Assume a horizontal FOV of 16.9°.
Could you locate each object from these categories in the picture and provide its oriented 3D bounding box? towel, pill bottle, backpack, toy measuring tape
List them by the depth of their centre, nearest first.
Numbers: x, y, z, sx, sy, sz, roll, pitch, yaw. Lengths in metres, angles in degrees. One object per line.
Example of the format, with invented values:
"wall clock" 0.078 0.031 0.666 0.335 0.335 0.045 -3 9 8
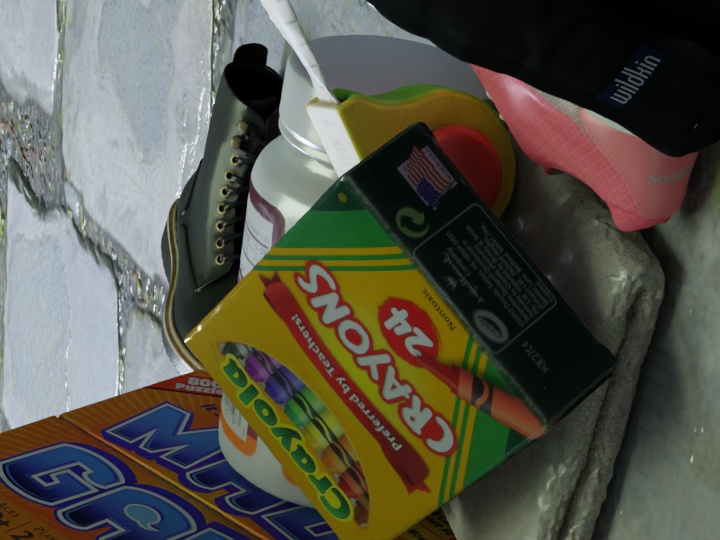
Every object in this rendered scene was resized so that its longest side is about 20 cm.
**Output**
"backpack" 0.076 -0.157 0.797 0.200 0.189 0.155 113 156 -49
"toy measuring tape" 0.014 -0.076 1.007 0.201 0.073 0.074 64 167 -18
"towel" 0.077 0.045 1.036 0.133 0.034 0.201 -118 34 -51
"pill bottle" 0.000 0.000 1.131 0.114 0.114 0.201 -124 39 -57

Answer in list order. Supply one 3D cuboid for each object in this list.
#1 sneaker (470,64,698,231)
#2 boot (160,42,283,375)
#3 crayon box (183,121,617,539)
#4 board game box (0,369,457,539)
"sneaker" 0.067 -0.084 0.973 0.200 0.073 0.087 48 145 45
"boot" -0.067 -0.024 1.390 0.200 0.077 0.139 -116 36 -48
"crayon box" 0.005 0.041 1.009 0.127 0.051 0.200 50 144 3
"board game box" -0.092 0.196 1.167 0.199 0.199 0.201 27 120 36
